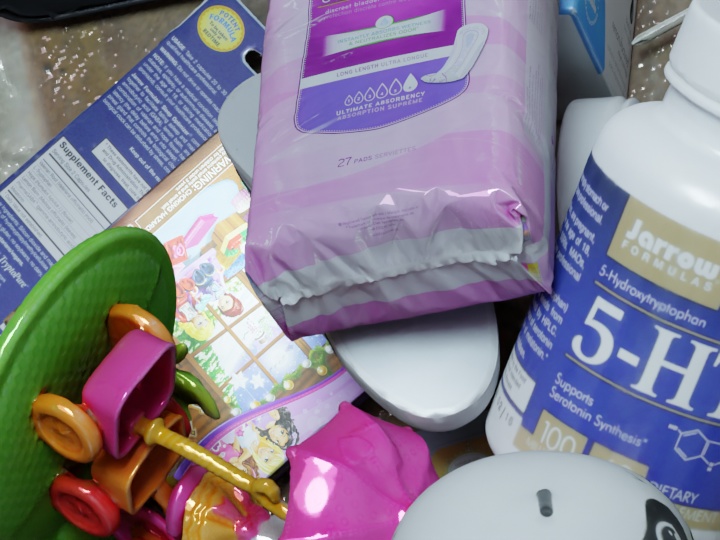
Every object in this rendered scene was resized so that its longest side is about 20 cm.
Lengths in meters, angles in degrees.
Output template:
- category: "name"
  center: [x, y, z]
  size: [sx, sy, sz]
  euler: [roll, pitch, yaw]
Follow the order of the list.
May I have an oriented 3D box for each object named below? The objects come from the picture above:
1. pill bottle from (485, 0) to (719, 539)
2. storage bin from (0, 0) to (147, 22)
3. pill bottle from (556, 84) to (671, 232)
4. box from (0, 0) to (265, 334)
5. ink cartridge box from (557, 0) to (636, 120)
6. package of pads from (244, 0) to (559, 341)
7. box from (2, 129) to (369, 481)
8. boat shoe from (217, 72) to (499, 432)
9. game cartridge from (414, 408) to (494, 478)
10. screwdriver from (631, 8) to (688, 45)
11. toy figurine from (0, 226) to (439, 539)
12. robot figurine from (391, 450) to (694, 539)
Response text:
- category: "pill bottle"
  center: [0.137, -0.001, 1.128]
  size: [0.119, 0.119, 0.201]
  euler: [29, 110, 26]
- category: "storage bin"
  center: [-0.106, -0.205, 1.365]
  size: [0.199, 0.135, 0.094]
  euler: [-9, 64, 14]
- category: "pill bottle"
  center: [0.190, -0.036, 1.227]
  size: [0.199, 0.111, 0.112]
  euler: [0, 68, 17]
- category: "box"
  center: [-0.102, -0.031, 1.359]
  size: [0.200, 0.032, 0.121]
  euler: [-42, 63, -2]
- category: "ink cartridge box"
  center: [0.091, -0.184, 1.317]
  size: [0.067, 0.116, 0.201]
  euler: [1, 69, 17]
- category: "package of pads"
  center: [0.021, -0.071, 1.159]
  size: [0.120, 0.076, 0.201]
  euler: [-9, 49, 16]
- category: "box"
  center: [-0.045, 0.010, 1.297]
  size: [0.200, 0.039, 0.137]
  euler: [-42, 82, -3]
- category: "boat shoe"
  center: [0.000, 0.000, 1.211]
  size: [0.072, 0.066, 0.200]
  euler: [-33, 56, -10]
- category: "game cartridge"
  center: [0.089, 0.118, 1.208]
  size: [0.199, 0.042, 0.134]
  euler: [-17, 59, -7]
- category: "screwdriver"
  center: [0.213, -0.157, 1.315]
  size: [0.199, 0.028, 0.029]
  euler: [-23, 92, 3]
- category: "toy figurine"
  center: [-0.046, 0.102, 1.155]
  size: [0.183, 0.201, 0.150]
  euler: [25, 56, 21]
- category: "robot figurine"
  center: [0.070, 0.168, 1.055]
  size: [0.150, 0.124, 0.201]
  euler: [10, 105, 46]
